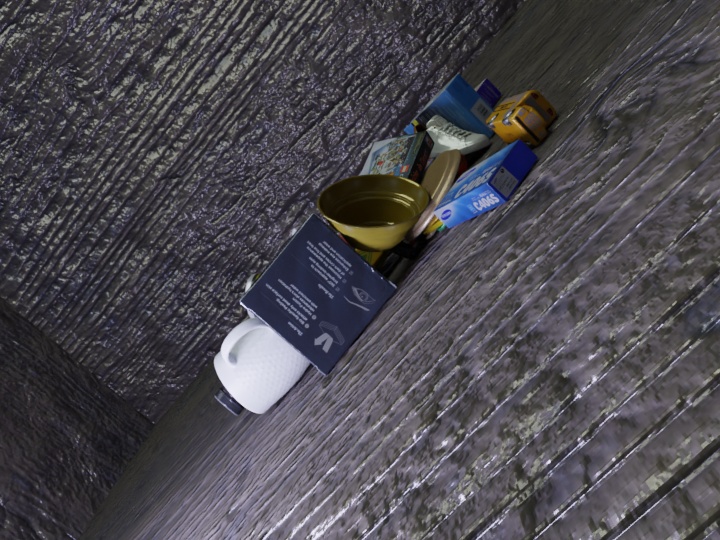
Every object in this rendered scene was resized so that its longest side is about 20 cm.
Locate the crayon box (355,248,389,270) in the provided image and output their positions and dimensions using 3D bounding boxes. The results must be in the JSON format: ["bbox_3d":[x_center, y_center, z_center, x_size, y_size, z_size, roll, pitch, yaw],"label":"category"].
[{"bbox_3d":[0.000,0.000,1.394,0.201,0.051,0.126,-53,-8,-21],"label":"crayon box"}]

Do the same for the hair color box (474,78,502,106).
[{"bbox_3d":[0.266,-0.385,1.778,0.201,0.065,0.109,-55,11,-24],"label":"hair color box"}]

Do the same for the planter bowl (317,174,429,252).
[{"bbox_3d":[0.024,-0.090,1.239,0.201,0.197,0.085,-60,-28,-52],"label":"planter bowl"}]

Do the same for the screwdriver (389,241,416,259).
[{"bbox_3d":[0.028,-0.063,1.326,0.029,0.198,0.028,-16,-59,-44],"label":"screwdriver"}]

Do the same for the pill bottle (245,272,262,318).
[{"bbox_3d":[-0.147,0.056,1.554,0.196,0.113,0.112,-4,25,15],"label":"pill bottle"}]

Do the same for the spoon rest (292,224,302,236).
[{"bbox_3d":[-0.088,0.001,1.481,0.098,0.202,0.061,-22,-13,-31],"label":"spoon rest"}]

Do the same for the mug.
[{"bbox_3d":[-0.184,0.154,1.337,0.175,0.200,0.148,-42,53,8],"label":"mug"}]

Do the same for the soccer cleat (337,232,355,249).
[{"bbox_3d":[-0.042,-0.020,1.412,0.065,0.078,0.200,-5,19,15],"label":"soccer cleat"}]

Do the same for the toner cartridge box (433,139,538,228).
[{"bbox_3d":[0.194,-0.133,1.113,0.095,0.043,0.200,-51,8,-18],"label":"toner cartridge box"}]

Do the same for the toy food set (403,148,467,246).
[{"bbox_3d":[0.135,-0.134,1.305,0.200,0.048,0.200,-65,12,-19],"label":"toy food set"}]

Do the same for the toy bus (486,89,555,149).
[{"bbox_3d":[0.269,-0.253,1.175,0.078,0.065,0.200,-46,8,4],"label":"toy bus"}]

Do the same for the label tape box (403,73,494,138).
[{"bbox_3d":[0.204,-0.326,1.563,0.066,0.143,0.200,-52,9,-25],"label":"label tape box"}]

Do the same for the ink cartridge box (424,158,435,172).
[{"bbox_3d":[0.064,-0.176,1.515,0.197,0.077,0.137,-9,21,22],"label":"ink cartridge box"}]

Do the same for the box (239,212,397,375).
[{"bbox_3d":[-0.077,0.038,1.232,0.201,0.196,0.117,-49,8,-3],"label":"box"}]

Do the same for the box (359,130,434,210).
[{"bbox_3d":[0.057,-0.183,1.394,0.135,0.038,0.202,-4,52,39],"label":"box"}]

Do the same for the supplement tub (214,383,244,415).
[{"bbox_3d":[-0.237,0.224,1.566,0.201,0.107,0.107,-51,9,-11],"label":"supplement tub"}]

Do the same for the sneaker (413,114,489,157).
[{"bbox_3d":[0.184,-0.287,1.484,0.072,0.086,0.198,-29,24,-37],"label":"sneaker"}]
